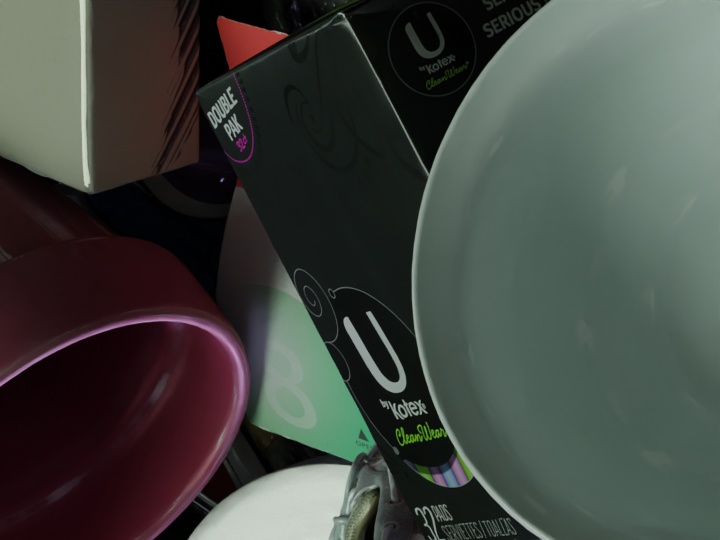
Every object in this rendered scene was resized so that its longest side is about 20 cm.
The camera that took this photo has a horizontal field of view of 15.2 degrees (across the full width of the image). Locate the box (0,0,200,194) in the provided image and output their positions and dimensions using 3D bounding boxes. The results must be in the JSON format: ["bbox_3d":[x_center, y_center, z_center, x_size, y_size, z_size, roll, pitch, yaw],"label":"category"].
[{"bbox_3d":[-0.118,-0.143,1.173,0.082,0.068,0.201,24,121,40],"label":"box"}]

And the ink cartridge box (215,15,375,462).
[{"bbox_3d":[0.000,0.000,1.170,0.160,0.050,0.201,18,136,40],"label":"ink cartridge box"}]

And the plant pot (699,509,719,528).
[{"bbox_3d":[0.142,0.161,0.964,0.201,0.200,0.184,63,168,-8],"label":"plant pot"}]

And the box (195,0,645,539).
[{"bbox_3d":[0.056,-0.016,0.980,0.201,0.124,0.148,63,155,-5],"label":"box"}]

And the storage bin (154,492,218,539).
[{"bbox_3d":[-0.068,0.214,1.394,0.200,0.135,0.094,35,167,3],"label":"storage bin"}]

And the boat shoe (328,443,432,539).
[{"bbox_3d":[0.016,0.116,1.090,0.202,0.064,0.075,-115,25,-70],"label":"boat shoe"}]

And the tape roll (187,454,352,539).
[{"bbox_3d":[-0.003,0.189,1.287,0.202,0.037,0.204,3,97,24],"label":"tape roll"}]

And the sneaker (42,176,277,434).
[{"bbox_3d":[-0.062,-0.003,1.319,0.200,0.075,0.087,46,-161,-2],"label":"sneaker"}]

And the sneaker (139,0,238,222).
[{"bbox_3d":[-0.104,-0.123,1.267,0.200,0.076,0.088,47,138,20],"label":"sneaker"}]

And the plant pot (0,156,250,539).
[{"bbox_3d":[-0.178,0.033,1.226,0.179,0.199,0.200,48,154,29],"label":"plant pot"}]

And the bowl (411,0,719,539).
[{"bbox_3d":[0.124,0.002,0.849,0.201,0.201,0.090,46,-168,28],"label":"bowl"}]

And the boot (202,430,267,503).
[{"bbox_3d":[-0.128,0.128,1.486,0.072,0.144,0.201,-7,112,63],"label":"boot"}]
